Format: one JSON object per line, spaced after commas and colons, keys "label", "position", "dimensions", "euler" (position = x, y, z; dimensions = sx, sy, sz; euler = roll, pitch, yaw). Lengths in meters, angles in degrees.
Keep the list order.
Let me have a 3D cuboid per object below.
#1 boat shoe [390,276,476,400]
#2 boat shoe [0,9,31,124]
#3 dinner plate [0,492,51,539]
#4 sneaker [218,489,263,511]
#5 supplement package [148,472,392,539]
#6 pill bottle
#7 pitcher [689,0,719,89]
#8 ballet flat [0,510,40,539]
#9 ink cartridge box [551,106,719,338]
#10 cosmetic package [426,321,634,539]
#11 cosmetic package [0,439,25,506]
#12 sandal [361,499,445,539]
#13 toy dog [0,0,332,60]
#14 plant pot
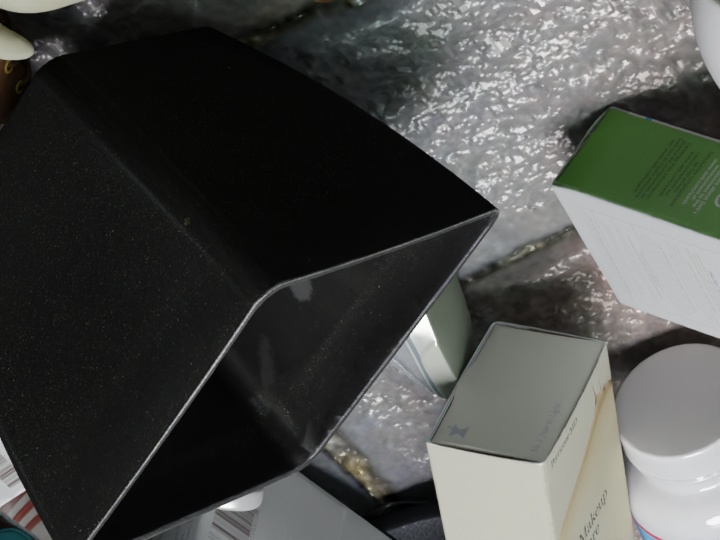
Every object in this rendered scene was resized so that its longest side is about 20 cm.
{"label": "boat shoe", "position": [0.000, 0.000, 1.421], "dimensions": [0.071, 0.070, 0.201], "euler": [-15, 132, 23]}
{"label": "boat shoe", "position": [-0.195, -0.106, 1.286], "dimensions": [0.067, 0.072, 0.201], "euler": [0, 141, -14]}
{"label": "dinner plate", "position": [-0.183, 0.203, 1.494], "dimensions": [0.024, 0.201, 0.200], "euler": [25, 127, -32]}
{"label": "sneaker", "position": [-0.140, 0.060, 1.462], "dimensions": [0.198, 0.071, 0.100], "euler": [15, 100, 8]}
{"label": "supplement package", "position": [-0.094, 0.230, 1.544], "dimensions": [0.150, 0.152, 0.200], "euler": [37, 122, -16]}
{"label": "pill bottle", "position": [0.216, 0.137, 1.546], "dimensions": [0.108, 0.109, 0.201], "euler": [-19, 133, 11]}
{"label": "pitcher", "position": [0.265, -0.116, 1.298], "dimensions": [0.171, 0.122, 0.200], "euler": [-23, 141, 22]}
{"label": "ballet flat", "position": [-0.219, 0.168, 1.478], "dimensions": [0.069, 0.200, 0.070], "euler": [-32, 145, -26]}
{"label": "ink cartridge box", "position": [0.204, -0.009, 1.350], "dimensions": [0.059, 0.199, 0.104], "euler": [-51, 134, -18]}
{"label": "cosmetic package", "position": [0.100, 0.140, 1.474], "dimensions": [0.073, 0.104, 0.201], "euler": [10, 135, 24]}
{"label": "cosmetic package", "position": [-0.228, 0.022, 1.299], "dimensions": [0.051, 0.083, 0.200], "euler": [-32, 109, 35]}
{"label": "sandal", "position": [0.028, 0.166, 1.604], "dimensions": [0.198, 0.043, 0.076], "euler": [-6, 128, 12]}
{"label": "toy dog", "position": [-0.086, -0.175, 1.173], "dimensions": [0.198, 0.140, 0.195], "euler": [0, 113, -27]}
{"label": "plant pot", "position": [-0.090, -0.005, 1.285], "dimensions": [0.199, 0.178, 0.200], "euler": [-21, 152, -53]}
